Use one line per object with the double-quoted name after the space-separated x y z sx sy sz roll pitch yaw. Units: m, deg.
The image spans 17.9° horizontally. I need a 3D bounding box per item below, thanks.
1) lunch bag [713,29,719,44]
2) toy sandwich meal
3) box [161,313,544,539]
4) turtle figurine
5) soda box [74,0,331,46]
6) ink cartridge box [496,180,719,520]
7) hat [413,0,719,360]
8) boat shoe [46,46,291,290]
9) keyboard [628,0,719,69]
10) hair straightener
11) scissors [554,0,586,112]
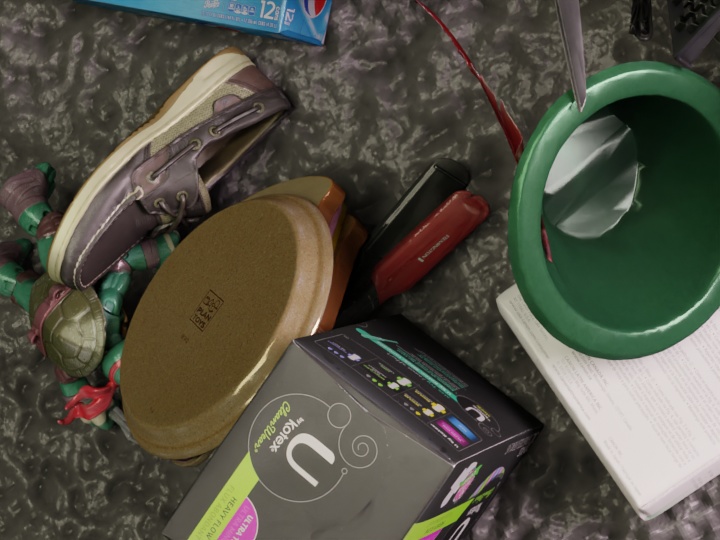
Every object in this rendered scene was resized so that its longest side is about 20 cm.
0.292 -0.121 1.285 0.168 0.139 0.200 -41 67 37 "lunch bag"
-0.071 0.036 1.437 0.205 0.070 0.205 -31 41 32 "toy sandwich meal"
0.001 0.124 1.374 0.124 0.200 0.149 37 104 13 "box"
-0.180 0.026 1.541 0.200 0.101 0.150 44 106 27 "turtle figurine"
-0.117 -0.202 1.534 0.200 0.064 0.068 13 93 26 "soda box"
0.207 0.029 1.382 0.200 0.050 0.161 -34 72 2 "ink cartridge box"
0.126 -0.063 1.384 0.176 0.165 0.200 -152 59 -63 "hat"
-0.124 -0.060 1.494 0.065 0.073 0.200 35 75 15 "boat shoe"
0.185 -0.200 1.347 0.127 0.021 0.200 125 155 -45 "keyboard"
0.000 0.000 1.488 0.200 0.041 0.077 -48 43 22 "hair straightener"
0.106 -0.188 1.297 0.073 0.014 0.200 9 78 0 "scissors"
